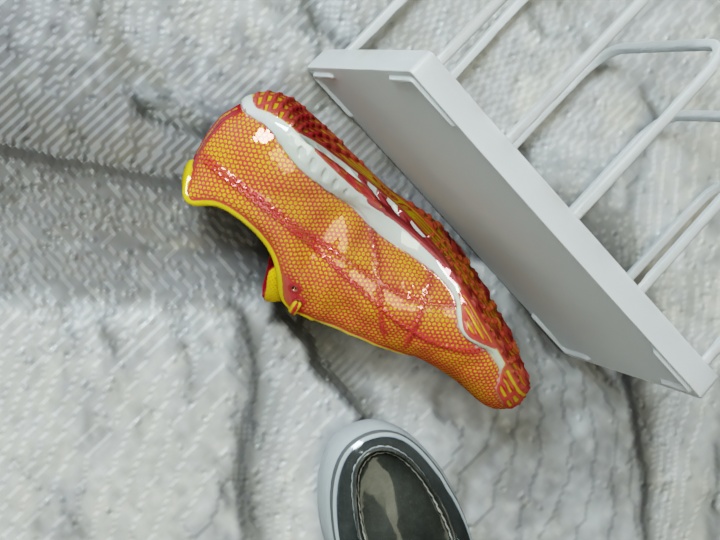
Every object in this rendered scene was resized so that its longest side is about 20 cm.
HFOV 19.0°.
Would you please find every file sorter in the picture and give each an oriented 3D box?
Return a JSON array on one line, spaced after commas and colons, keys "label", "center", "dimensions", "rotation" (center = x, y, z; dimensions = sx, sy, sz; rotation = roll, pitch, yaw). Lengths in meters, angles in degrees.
[{"label": "file sorter", "center": [0.102, -0.063, 0.986], "dimensions": [0.125, 0.139, 0.200], "rotation": [-47, 108, -10]}]

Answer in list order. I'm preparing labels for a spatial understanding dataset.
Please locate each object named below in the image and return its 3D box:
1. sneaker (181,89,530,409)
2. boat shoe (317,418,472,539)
[{"label": "sneaker", "center": [0.000, 0.000, 1.006], "dimensions": [0.200, 0.073, 0.077], "rotation": [42, 105, -15]}, {"label": "boat shoe", "center": [0.037, 0.167, 1.035], "dimensions": [0.069, 0.057, 0.200], "rotation": [-22, 104, -14]}]
